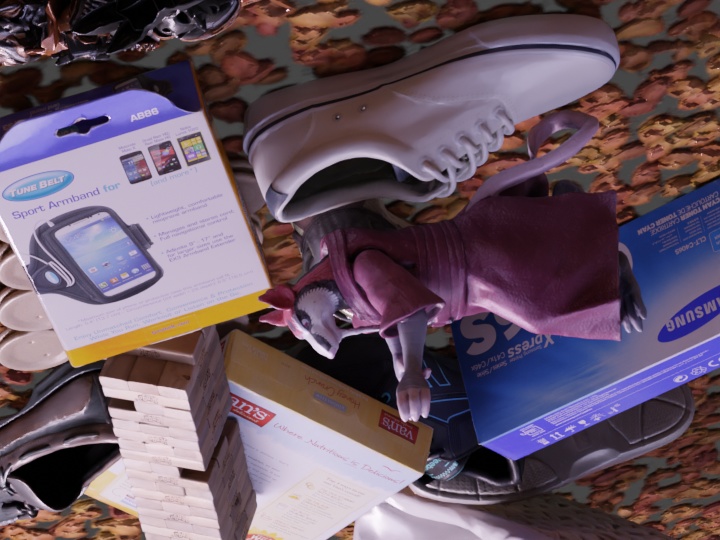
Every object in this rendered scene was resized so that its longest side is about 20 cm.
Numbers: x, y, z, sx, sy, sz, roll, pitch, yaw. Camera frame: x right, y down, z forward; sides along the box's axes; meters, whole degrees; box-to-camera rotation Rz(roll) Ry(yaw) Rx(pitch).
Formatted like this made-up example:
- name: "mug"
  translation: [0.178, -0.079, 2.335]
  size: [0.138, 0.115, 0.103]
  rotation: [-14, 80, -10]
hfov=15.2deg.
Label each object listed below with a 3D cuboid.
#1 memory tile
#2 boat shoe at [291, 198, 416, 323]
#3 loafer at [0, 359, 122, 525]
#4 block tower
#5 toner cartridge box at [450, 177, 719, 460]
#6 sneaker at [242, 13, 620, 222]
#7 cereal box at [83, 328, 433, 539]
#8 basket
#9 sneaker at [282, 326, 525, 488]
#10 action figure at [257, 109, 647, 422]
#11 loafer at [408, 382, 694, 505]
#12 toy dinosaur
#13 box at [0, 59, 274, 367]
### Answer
- name: "memory tile"
  translation: [-0.129, -0.002, 1.499]
  size: [0.153, 0.017, 0.200]
  rotation: [-8, 152, -11]
- name: "boat shoe"
  translation: [0.001, -0.001, 1.504]
  size: [0.072, 0.066, 0.201]
  rotation: [-16, 152, 8]
- name: "loafer"
  translation: [-0.191, 0.117, 1.646]
  size: [0.072, 0.063, 0.200]
  rotation: [6, 147, -31]
- name: "block tower"
  translation: [-0.105, 0.098, 1.563]
  size: [0.058, 0.054, 0.200]
  rotation: [9, 143, 16]
- name: "toner cartridge box"
  translation: [0.152, 0.030, 1.602]
  size: [0.200, 0.095, 0.043]
  rotation: [-27, 150, 24]
- name: "sneaker"
  translation: [0.040, -0.072, 1.379]
  size: [0.200, 0.071, 0.073]
  rotation: [-17, 153, 8]
- name: "cereal box"
  translation: [-0.066, 0.116, 1.656]
  size: [0.144, 0.040, 0.200]
  rotation: [27, 144, -19]
- name: "basket"
  translation: [0.101, 0.255, 1.835]
  size: [0.161, 0.198, 0.200]
  rotation: [5, -174, -37]
- name: "sneaker"
  translation: [0.031, 0.086, 1.674]
  size: [0.200, 0.079, 0.075]
  rotation: [12, 145, -37]
- name: "action figure"
  translation: [0.044, -0.003, 1.390]
  size: [0.200, 0.149, 0.134]
  rotation: [-5, -175, -15]
- name: "loafer"
  translation: [0.125, 0.118, 1.793]
  size: [0.200, 0.072, 0.063]
  rotation: [-14, 161, -4]
- name: "toy dinosaur"
  translation: [-0.089, -0.141, 1.199]
  size: [0.200, 0.102, 0.136]
  rotation: [-34, 167, 1]
- name: "box"
  translation: [-0.122, -0.033, 1.389]
  size: [0.119, 0.042, 0.200]
  rotation: [-17, 142, 1]
